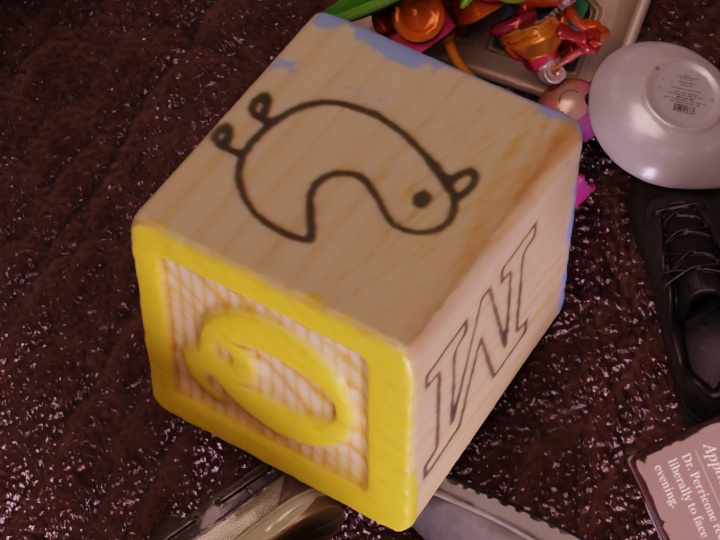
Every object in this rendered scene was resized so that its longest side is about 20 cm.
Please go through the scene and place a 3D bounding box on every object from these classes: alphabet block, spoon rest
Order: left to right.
[{"bbox_3d":[0.000,0.000,1.301,0.195,0.196,0.200,24,56,20],"label":"alphabet block"},{"bbox_3d":[0.238,-0.085,1.352,0.200,0.061,0.099,14,65,-3],"label":"spoon rest"}]

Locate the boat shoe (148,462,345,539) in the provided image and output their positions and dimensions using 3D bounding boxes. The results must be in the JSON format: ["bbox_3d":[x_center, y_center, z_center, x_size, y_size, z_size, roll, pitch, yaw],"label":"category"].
[{"bbox_3d":[-0.105,0.185,1.379,0.200,0.073,0.065,-30,58,2],"label":"boat shoe"}]

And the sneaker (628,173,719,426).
[{"bbox_3d":[0.212,0.000,1.346,0.076,0.091,0.200,-17,71,9],"label":"sneaker"}]

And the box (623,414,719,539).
[{"bbox_3d":[0.278,0.151,1.247,0.200,0.164,0.166,-23,76,5],"label":"box"}]

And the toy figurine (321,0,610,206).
[{"bbox_3d":[0.102,-0.126,1.381,0.200,0.150,0.184,-30,102,-9],"label":"toy figurine"}]

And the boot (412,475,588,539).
[{"bbox_3d":[0.056,0.237,1.334,0.182,0.073,0.200,25,88,19],"label":"boot"}]

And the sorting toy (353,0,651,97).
[{"bbox_3d":[0.105,-0.219,1.455,0.200,0.036,0.185,18,80,16],"label":"sorting toy"}]
